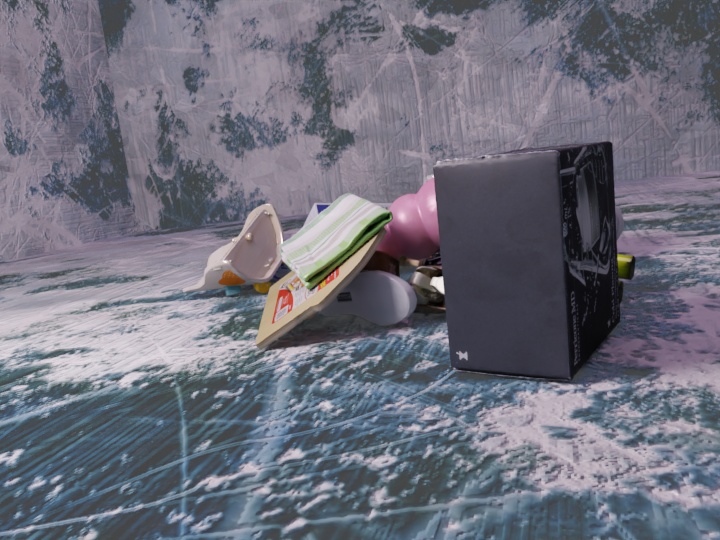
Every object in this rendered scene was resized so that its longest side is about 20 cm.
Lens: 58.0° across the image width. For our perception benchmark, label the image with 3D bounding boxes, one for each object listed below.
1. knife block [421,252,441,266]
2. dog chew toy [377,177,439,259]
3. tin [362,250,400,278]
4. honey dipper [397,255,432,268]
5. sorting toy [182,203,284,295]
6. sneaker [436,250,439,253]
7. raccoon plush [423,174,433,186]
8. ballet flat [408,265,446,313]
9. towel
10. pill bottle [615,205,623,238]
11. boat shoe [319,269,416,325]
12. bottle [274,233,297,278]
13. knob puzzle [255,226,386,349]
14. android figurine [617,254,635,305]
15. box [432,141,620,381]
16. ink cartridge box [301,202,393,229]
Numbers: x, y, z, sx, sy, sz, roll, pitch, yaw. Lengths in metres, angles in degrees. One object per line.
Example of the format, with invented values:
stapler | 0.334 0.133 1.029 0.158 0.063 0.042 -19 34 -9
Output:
knife block | 0.195 0.000 0.938 0.199 0.064 0.175 -1 12 30
dog chew toy | 0.099 -0.076 1.048 0.199 0.125 0.125 -21 5 16
tin | 0.000 0.000 1.021 0.111 0.042 0.200 -9 -9 15
honey dipper | 0.104 -0.010 1.183 0.038 0.038 0.200 -9 5 -13
sorting toy | -0.248 -0.012 1.234 0.179 0.107 0.200 -16 28 29
sneaker | 0.176 -0.055 1.168 0.082 0.074 0.200 18 -12 -17
raccoon plush | 0.209 -0.118 1.283 0.134 0.201 0.097 -36 40 -28
ballet flat | 0.105 0.021 0.828 0.067 0.068 0.200 23 -10 -32
towel | -0.042 -0.050 0.896 0.149 0.031 0.200 -42 18 -4
pill bottle | 0.349 -0.063 1.067 0.199 0.109 0.108 -16 13 -42
boat shoe | 0.016 0.032 0.882 0.068 0.072 0.200 -16 5 -36
bottle | -0.158 -0.026 1.304 0.199 0.084 0.065 -7 -12 22
knob puzzle | -0.043 0.011 0.851 0.219 0.030 0.220 -35 18 14
android figurine | 0.240 -0.003 0.837 0.199 0.041 0.182 11 38 33
box | 0.174 -0.020 0.648 0.123 0.201 0.196 0 12 35
ink cartridge box | -0.039 -0.084 1.485 0.199 0.041 0.200 -3 -27 -24
